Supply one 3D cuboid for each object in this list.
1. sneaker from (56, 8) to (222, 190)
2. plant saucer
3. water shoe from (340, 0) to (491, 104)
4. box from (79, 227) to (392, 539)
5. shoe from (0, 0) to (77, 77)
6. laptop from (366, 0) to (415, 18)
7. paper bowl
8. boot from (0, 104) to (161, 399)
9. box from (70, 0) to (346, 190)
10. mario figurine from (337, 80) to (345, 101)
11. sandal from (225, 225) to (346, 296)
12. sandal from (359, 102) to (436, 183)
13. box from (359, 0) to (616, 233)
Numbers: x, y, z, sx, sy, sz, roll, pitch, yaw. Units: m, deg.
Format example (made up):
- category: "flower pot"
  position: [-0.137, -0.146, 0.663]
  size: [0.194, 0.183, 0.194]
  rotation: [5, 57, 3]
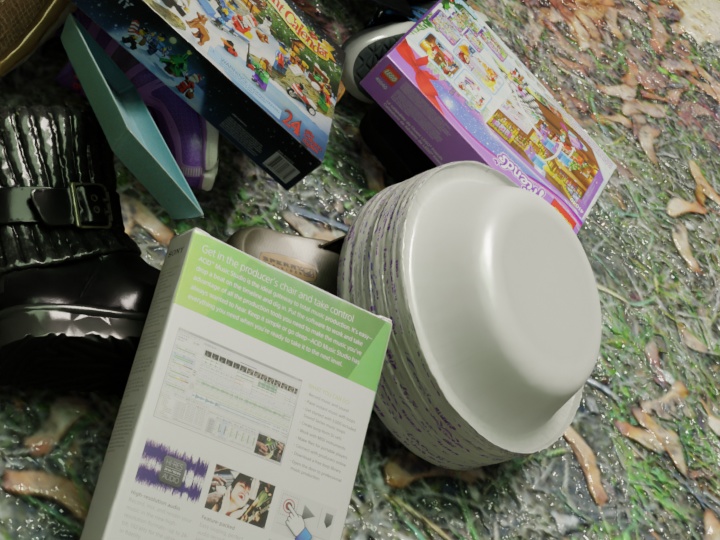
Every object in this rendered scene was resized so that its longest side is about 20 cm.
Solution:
- category: "sneaker"
  position: [-0.162, -0.126, 0.966]
  size: [0.083, 0.081, 0.201]
  rotation: [-21, 58, -30]
- category: "plant saucer"
  position: [-0.141, -0.093, 0.825]
  size: [0.070, 0.019, 0.200]
  rotation: [50, 2, -34]
- category: "water shoe"
  position: [0.031, -0.191, 1.179]
  size: [0.078, 0.072, 0.199]
  rotation: [33, 30, 27]
- category: "box"
  position: [-0.066, 0.097, 0.766]
  size: [0.143, 0.036, 0.203]
  rotation: [26, 69, -29]
- category: "shoe"
  position: [-0.229, -0.171, 0.927]
  size: [0.070, 0.054, 0.200]
  rotation: [37, 65, 10]
- category: "laptop"
  position: [-0.073, -0.252, 1.079]
  size: [0.177, 0.197, 0.105]
  rotation: [-13, 103, -73]
- category: "paper bowl"
  position: [0.086, 0.025, 0.929]
  size: [0.199, 0.104, 0.204]
  rotation: [24, 57, -43]
- category: "boot"
  position: [-0.143, -0.010, 0.826]
  size: [0.209, 0.079, 0.160]
  rotation: [14, 50, -43]
- category: "box"
  position: [-0.097, -0.165, 0.927]
  size: [0.200, 0.038, 0.138]
  rotation: [41, 35, -24]
- category: "mario figurine"
  position: [-0.111, -0.176, 1.054]
  size: [0.200, 0.106, 0.123]
  rotation: [45, 2, -9]
- category: "sandal"
  position: [0.000, 0.000, 0.972]
  size: [0.198, 0.055, 0.083]
  rotation: [16, 45, -26]
- category: "sandal"
  position: [0.080, -0.065, 1.100]
  size: [0.200, 0.048, 0.075]
  rotation: [45, 40, 6]
- category: "box"
  position: [0.104, -0.112, 1.082]
  size: [0.200, 0.039, 0.137]
  rotation: [46, 40, -5]
